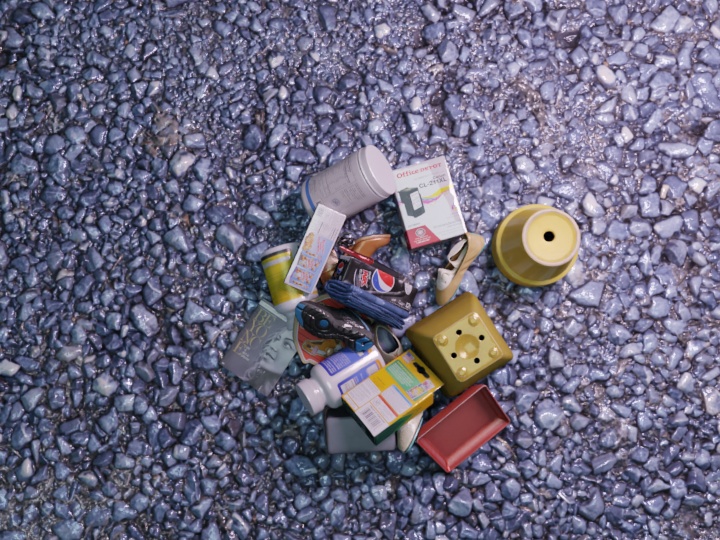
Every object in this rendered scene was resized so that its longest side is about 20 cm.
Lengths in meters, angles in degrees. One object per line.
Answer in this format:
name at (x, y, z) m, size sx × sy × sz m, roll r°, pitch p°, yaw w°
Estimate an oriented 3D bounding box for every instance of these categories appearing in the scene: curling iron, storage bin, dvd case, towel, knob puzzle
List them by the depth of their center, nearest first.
towel at (0.013, 0.079, 1.395) m, size 0.200 × 0.112 × 0.049 m, roll 27°, pitch 83°, yaw -38°
storage bin at (0.004, 0.365, 1.417) m, size 0.199 × 0.134 × 0.146 m, roll -4°, pitch 85°, yaw 2°
knob puzzle at (-0.076, 0.142, 1.431) m, size 0.219 × 0.030 × 0.220 m, roll -11°, pitch 113°, yaw -26°
curling iron at (0.023, -0.031, 1.439) m, size 0.200 × 0.026 × 0.050 m, roll 33°, pitch 92°, yaw -17°
dvd case at (-0.238, 0.190, 1.502) m, size 0.148 × 0.016 × 0.200 m, roll 33°, pitch 87°, yaw 5°

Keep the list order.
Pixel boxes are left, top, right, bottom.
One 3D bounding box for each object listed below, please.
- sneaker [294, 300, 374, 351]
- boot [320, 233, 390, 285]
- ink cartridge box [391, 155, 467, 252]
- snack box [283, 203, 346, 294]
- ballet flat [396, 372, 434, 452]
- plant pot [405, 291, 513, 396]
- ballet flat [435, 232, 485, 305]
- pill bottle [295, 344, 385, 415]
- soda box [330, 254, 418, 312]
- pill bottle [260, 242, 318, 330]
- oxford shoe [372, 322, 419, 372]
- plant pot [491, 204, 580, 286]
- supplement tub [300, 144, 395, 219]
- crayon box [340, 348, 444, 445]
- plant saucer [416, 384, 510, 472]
sneaker at (-0.060, 0.117, 1.384) m, size 0.200 × 0.082 × 0.073 m, roll 29°, pitch 124°, yaw -16°
boot at (0.000, 0.000, 1.486) m, size 0.199 × 0.074 × 0.155 m, roll -20°, pitch 93°, yaw -1°
ink cartridge box at (0.162, -0.162, 1.478) m, size 0.145 × 0.083 × 0.201 m, roll -16°, pitch 85°, yaw 1°
snack box at (-0.106, -0.050, 1.393) m, size 0.072 × 0.024 × 0.201 m, roll 24°, pitch 92°, yaw -13°
ballet flat at (0.117, 0.324, 1.386) m, size 0.062 × 0.067 × 0.200 m, roll 33°, pitch 53°, yaw -2°
plant pot at (0.236, 0.174, 1.388) m, size 0.194 × 0.200 × 0.196 m, roll -32°, pitch 85°, yaw 0°
ballet flat at (0.223, -0.008, 1.449) m, size 0.063 × 0.069 × 0.200 m, roll 22°, pitch 107°, yaw -29°
pill bottle at (-0.047, 0.252, 1.411) m, size 0.200 × 0.112 × 0.112 m, roll -29°, pitch 84°, yaw -20°
soda box at (0.035, 0.032, 1.432) m, size 0.200 × 0.071 × 0.064 m, roll 25°, pitch 84°, yaw -25°
pill bottle at (-0.166, 0.040, 1.462) m, size 0.112 × 0.112 × 0.201 m, roll -17°, pitch 85°, yaw 1°
oxford shoe at (0.085, 0.217, 1.454) m, size 0.071 × 0.074 × 0.200 m, roll -35°, pitch 85°, yaw -3°
plant pot at (0.422, -0.066, 1.405) m, size 0.200 × 0.189 × 0.202 m, roll 0°, pitch 84°, yaw 3°
supplement tub at (-0.031, -0.197, 1.433) m, size 0.200 × 0.132 × 0.132 m, roll -25°, pitch 84°, yaw 26°
crayon box at (0.074, 0.283, 1.354) m, size 0.200 × 0.052 × 0.126 m, roll -32°, pitch 52°, yaw -19°
plant saucer at (0.237, 0.364, 1.403) m, size 0.200 × 0.200 × 0.037 m, roll -38°, pitch 42°, yaw 0°
